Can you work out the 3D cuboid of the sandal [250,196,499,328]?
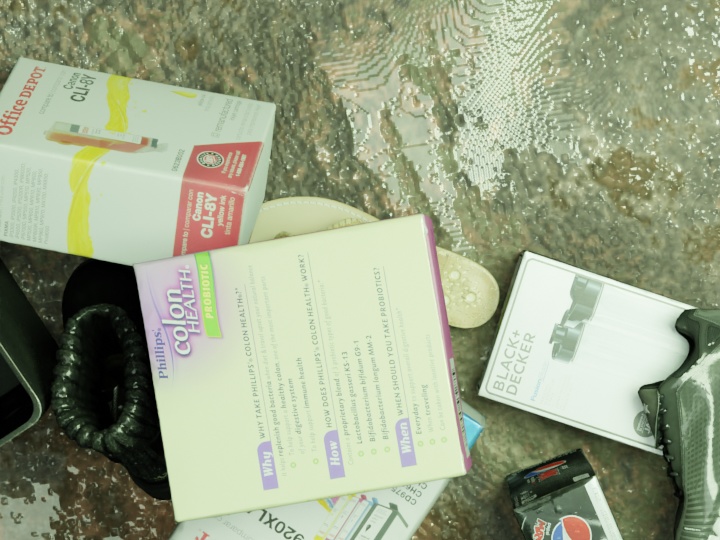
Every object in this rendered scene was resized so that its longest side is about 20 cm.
[{"bbox_3d":[0.001,-0.006,1.735,0.211,0.070,0.078,15,92,2],"label":"sandal"}]

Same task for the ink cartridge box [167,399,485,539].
[{"bbox_3d":[-0.024,0.151,1.702,0.147,0.145,0.200,34,92,1],"label":"ink cartridge box"}]

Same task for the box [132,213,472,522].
[{"bbox_3d":[-0.037,0.066,1.583,0.199,0.097,0.176,-10,88,4],"label":"box"}]

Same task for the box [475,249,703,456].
[{"bbox_3d":[0.196,0.069,1.734,0.199,0.060,0.117,19,92,2],"label":"box"}]

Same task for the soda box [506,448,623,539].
[{"bbox_3d":[0.147,0.177,1.668,0.063,0.200,0.071,-23,90,3],"label":"soda box"}]

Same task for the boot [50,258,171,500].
[{"bbox_3d":[-0.180,0.055,1.672,0.079,0.158,0.211,-31,61,5],"label":"boot"}]

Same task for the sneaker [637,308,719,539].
[{"bbox_3d":[0.238,0.117,1.673,0.090,0.066,0.201,14,88,4],"label":"sneaker"}]

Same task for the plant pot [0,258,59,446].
[{"bbox_3d":[-0.329,0.058,1.688,0.200,0.177,0.200,-34,89,13],"label":"plant pot"}]

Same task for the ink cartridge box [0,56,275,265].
[{"bbox_3d":[-0.172,-0.074,1.695,0.199,0.145,0.084,10,121,2],"label":"ink cartridge box"}]
